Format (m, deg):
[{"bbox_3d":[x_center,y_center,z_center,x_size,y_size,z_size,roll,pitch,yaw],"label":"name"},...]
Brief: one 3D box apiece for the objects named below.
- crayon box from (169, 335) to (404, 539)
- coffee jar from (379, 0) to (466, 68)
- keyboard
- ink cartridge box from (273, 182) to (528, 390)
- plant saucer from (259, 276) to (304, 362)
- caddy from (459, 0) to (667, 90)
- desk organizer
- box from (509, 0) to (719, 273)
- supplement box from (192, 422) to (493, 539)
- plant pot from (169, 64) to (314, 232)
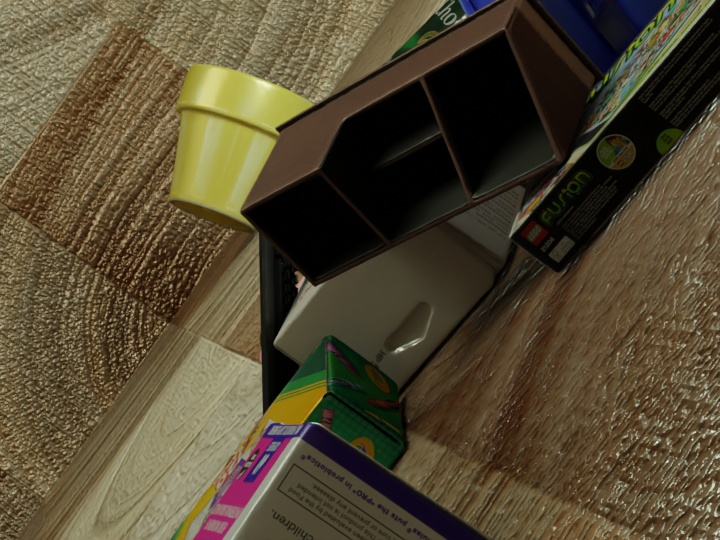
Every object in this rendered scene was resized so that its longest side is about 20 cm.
[{"bbox_3d":[-0.055,0.145,1.354,0.200,0.058,0.119,-53,10,10],"label":"crayon box"},{"bbox_3d":[0.090,-0.152,1.596,0.200,0.085,0.104,-46,31,8],"label":"coffee jar"},{"bbox_3d":[-0.047,0.050,1.485,0.127,0.021,0.201,50,-141,-81],"label":"keyboard"},{"bbox_3d":[0.035,-0.025,1.468,0.146,0.084,0.200,-51,8,30],"label":"ink cartridge box"},{"bbox_3d":[0.000,0.000,1.731,0.201,0.051,0.201,-54,6,8],"label":"plant saucer"},{"bbox_3d":[0.137,-0.161,1.351,0.141,0.105,0.200,-38,22,11],"label":"caddy"},{"bbox_3d":[0.030,-0.070,1.272,0.200,0.072,0.077,-27,27,40],"label":"desk organizer"},{"bbox_3d":[0.157,-0.098,1.203,0.200,0.035,0.110,-51,8,30],"label":"box"},{"bbox_3d":[-0.044,0.173,0.984,0.200,0.103,0.101,-57,8,-10],"label":"supplement box"},{"bbox_3d":[-0.176,-0.163,3.192,0.201,0.200,0.189,163,128,-79],"label":"plant pot"}]
